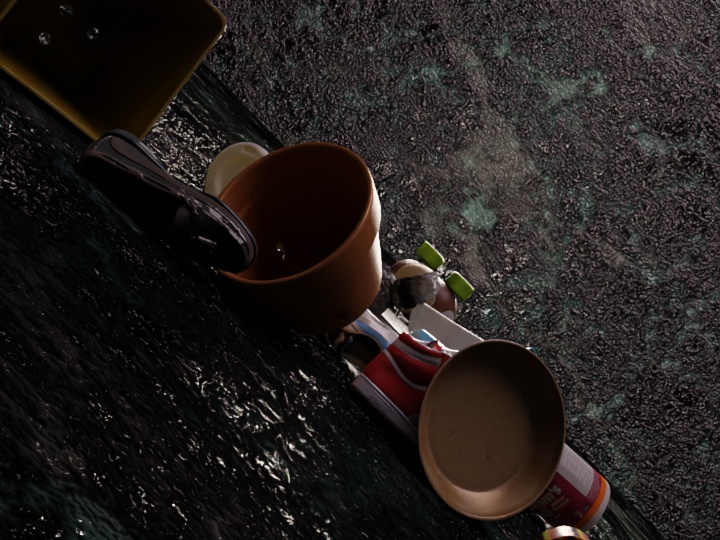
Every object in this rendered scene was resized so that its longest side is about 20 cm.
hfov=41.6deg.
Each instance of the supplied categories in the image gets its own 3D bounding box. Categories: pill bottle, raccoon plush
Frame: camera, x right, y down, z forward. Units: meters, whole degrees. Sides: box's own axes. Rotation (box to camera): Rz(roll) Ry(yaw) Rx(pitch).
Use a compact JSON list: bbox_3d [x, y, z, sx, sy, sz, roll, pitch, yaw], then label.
[{"bbox_3d":[-0.129,-0.096,1.371,0.111,0.111,0.200,48,6,31],"label":"pill bottle"},{"bbox_3d":[0.278,0.306,1.456,0.199,0.110,0.110,41,6,-6],"label":"pill bottle"},{"bbox_3d":[0.000,0.000,1.364,0.134,0.198,0.098,38,41,-41],"label":"raccoon plush"}]

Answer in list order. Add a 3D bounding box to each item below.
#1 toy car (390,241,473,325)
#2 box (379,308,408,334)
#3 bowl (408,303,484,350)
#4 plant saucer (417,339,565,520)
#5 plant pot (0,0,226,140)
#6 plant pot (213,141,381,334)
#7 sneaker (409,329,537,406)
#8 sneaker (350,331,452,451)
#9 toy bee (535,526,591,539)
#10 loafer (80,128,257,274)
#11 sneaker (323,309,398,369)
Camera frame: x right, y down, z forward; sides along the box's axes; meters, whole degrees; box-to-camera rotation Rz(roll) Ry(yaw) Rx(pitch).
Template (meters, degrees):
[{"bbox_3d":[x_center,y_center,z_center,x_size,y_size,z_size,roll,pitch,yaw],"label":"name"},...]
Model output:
[{"bbox_3d":[0.111,0.047,1.741,0.158,0.164,0.200,44,1,4],"label":"toy car"},{"bbox_3d":[0.067,0.122,1.566,0.200,0.049,0.161,46,4,7],"label":"box"},{"bbox_3d":[0.167,0.135,1.422,0.199,0.075,0.199,35,1,42],"label":"bowl"},{"bbox_3d":[0.146,0.181,1.089,0.200,0.201,0.035,43,-18,-17],"label":"plant saucer"},{"bbox_3d":[-0.307,-0.280,1.070,0.200,0.201,0.176,40,-4,-38],"label":"plant pot"},{"bbox_3d":[-0.060,-0.023,1.071,0.200,0.199,0.141,50,-10,42],"label":"plant pot"},{"bbox_3d":[0.151,0.117,1.198,0.200,0.131,0.079,45,27,22],"label":"sneaker"},{"bbox_3d":[0.093,0.160,1.127,0.200,0.113,0.071,44,-6,-17],"label":"sneaker"},{"bbox_3d":[0.323,0.390,1.224,0.200,0.109,0.131,43,4,-23],"label":"toy bee"},{"bbox_3d":[-0.194,-0.058,0.946,0.199,0.072,0.063,38,26,-2],"label":"loafer"},{"bbox_3d":[-0.029,0.063,1.225,0.199,0.072,0.072,39,34,14],"label":"sneaker"}]
